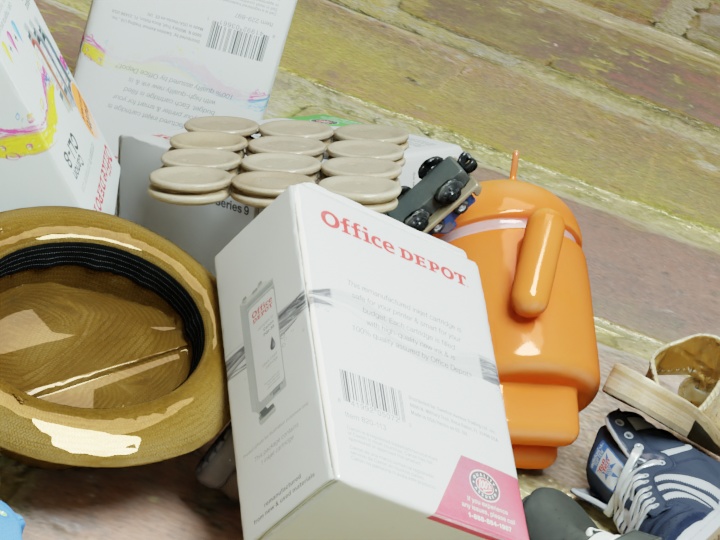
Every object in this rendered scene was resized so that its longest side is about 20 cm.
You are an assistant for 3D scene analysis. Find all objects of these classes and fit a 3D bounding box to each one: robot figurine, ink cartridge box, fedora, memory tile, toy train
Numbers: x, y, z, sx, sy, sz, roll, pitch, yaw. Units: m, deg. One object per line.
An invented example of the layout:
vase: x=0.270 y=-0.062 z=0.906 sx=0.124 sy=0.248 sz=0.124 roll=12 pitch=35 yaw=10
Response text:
robot figurine: x=0.096 y=0.026 z=1.405 sx=0.116 sy=0.202 sz=0.144 roll=-14 pitch=-28 yaw=17
ink cartridge box: x=-0.137 y=-0.156 z=1.607 sx=0.144 sy=0.202 sz=0.088 roll=14 pitch=19 yaw=-9
fedora: x=-0.163 y=0.053 z=1.214 sx=0.199 sy=0.082 sz=0.202 roll=14 pitch=45 yaw=-14
ink cartridge box: x=-0.050 y=-0.049 z=1.468 sx=0.145 sy=0.085 sz=0.199 roll=17 pitch=19 yaw=42
ink cartridge box: x=-0.252 y=-0.090 z=1.306 sx=0.144 sy=0.201 sz=0.146 roll=-23 pitch=23 yaw=7
ink cartridge box: x=0.005 y=0.070 z=1.198 sx=0.146 sy=0.083 sz=0.201 roll=23 pitch=42 yaw=-34
memory tile: x=-0.047 y=-0.066 z=1.329 sx=0.152 sy=0.017 sz=0.200 roll=3 pitch=16 yaw=3
toy train: x=0.000 y=0.000 z=1.364 sx=0.034 sy=0.200 sz=0.046 roll=52 pitch=6 yaw=38

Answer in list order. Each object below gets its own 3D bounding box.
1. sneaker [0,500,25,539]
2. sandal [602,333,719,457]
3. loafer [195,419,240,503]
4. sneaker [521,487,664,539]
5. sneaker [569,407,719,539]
sneaker: x=-0.231 y=0.126 z=1.053 sx=0.200 sy=0.076 sz=0.105 roll=41 pitch=18 yaw=29
sandal: x=0.221 y=0.074 z=1.420 sx=0.077 sy=0.070 sz=0.211 roll=29 pitch=0 yaw=25
loafer: x=-0.036 y=0.098 z=1.280 sx=0.071 sy=0.073 sz=0.200 roll=40 pitch=26 yaw=1
sneaker: x=0.162 y=0.174 z=1.174 sx=0.074 sy=0.089 sz=0.200 roll=11 pitch=30 yaw=-44
sneaker: x=0.175 y=0.146 z=1.316 sx=0.108 sy=0.071 sz=0.200 roll=30 pitch=17 yaw=14
